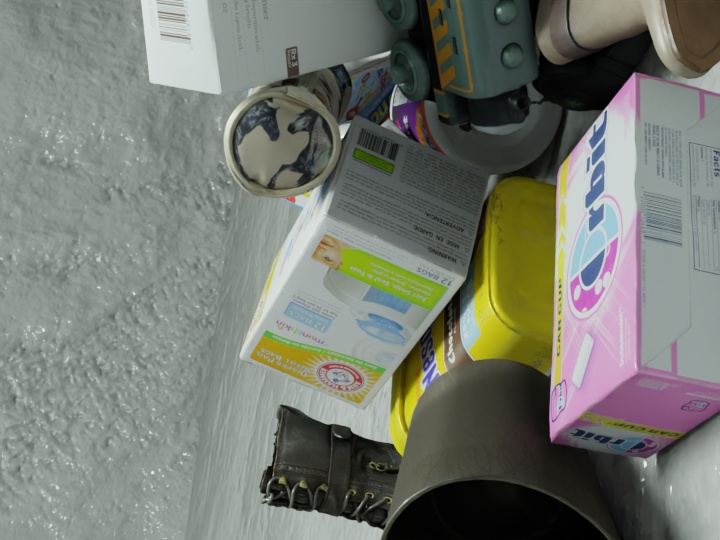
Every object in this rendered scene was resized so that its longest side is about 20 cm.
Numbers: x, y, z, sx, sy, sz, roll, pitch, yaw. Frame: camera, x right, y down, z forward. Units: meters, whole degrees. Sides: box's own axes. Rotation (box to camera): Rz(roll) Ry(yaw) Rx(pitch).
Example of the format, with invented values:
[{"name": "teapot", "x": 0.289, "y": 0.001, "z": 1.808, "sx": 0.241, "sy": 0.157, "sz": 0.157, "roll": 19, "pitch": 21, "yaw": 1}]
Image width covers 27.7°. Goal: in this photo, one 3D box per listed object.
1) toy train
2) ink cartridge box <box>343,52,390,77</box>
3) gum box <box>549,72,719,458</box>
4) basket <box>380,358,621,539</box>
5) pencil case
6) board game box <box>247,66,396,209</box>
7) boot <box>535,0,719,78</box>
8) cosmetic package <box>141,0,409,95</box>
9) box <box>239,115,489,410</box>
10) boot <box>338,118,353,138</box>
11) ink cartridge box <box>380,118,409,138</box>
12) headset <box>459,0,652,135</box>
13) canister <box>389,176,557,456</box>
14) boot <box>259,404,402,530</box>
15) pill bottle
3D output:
[{"name": "toy train", "x": 0.066, "y": -0.185, "z": 0.972, "sx": 0.114, "sy": 0.085, "sz": 0.200, "roll": 32, "pitch": 138, "yaw": 54}, {"name": "ink cartridge box", "x": 0.041, "y": -0.222, "z": 1.200, "sx": 0.145, "sy": 0.200, "sz": 0.084, "roll": -18, "pitch": 96, "yaw": 41}, {"name": "gum box", "x": 0.163, "y": -0.006, "z": 0.847, "sx": 0.114, "sy": 0.066, "sz": 0.200, "roll": 125, "pitch": 154, "yaw": -60}, {"name": "basket", "x": 0.086, "y": 0.146, "z": 0.893, "sx": 0.136, "sy": 0.180, "sz": 0.200, "roll": -33, "pitch": 19, "yaw": 14}, {"name": "pencil case", "x": -0.049, "y": -0.113, "z": 1.050, "sx": 0.200, "sy": 0.078, "sz": 0.090, "roll": -84, "pitch": 8, "yaw": -72}, {"name": "board game box", "x": -0.015, "y": -0.185, "z": 1.360, "sx": 0.200, "sy": 0.056, "sz": 0.196, "roll": -52, "pitch": -31, "yaw": -25}, {"name": "boot", "x": 0.165, "y": -0.167, "z": 0.897, "sx": 0.146, "sy": 0.070, "sz": 0.200, "roll": -30, "pitch": 32, "yaw": 48}, {"name": "cosmetic package", "x": -0.050, "y": -0.195, "z": 0.997, "sx": 0.081, "sy": 0.200, "sz": 0.113, "roll": 16, "pitch": 120, "yaw": 43}, {"name": "box", "x": 0.000, "y": 0.000, "z": 1.083, "sx": 0.200, "sy": 0.112, "sz": 0.101, "roll": 124, "pitch": 166, "yaw": -50}, {"name": "boot", "x": 0.030, "y": -0.114, "z": 1.380, "sx": 0.200, "sy": 0.073, "sz": 0.090, "roll": 46, "pitch": -132, "yaw": -57}, {"name": "ink cartridge box", "x": 0.055, "y": -0.054, "z": 1.267, "sx": 0.037, "sy": 0.095, "sz": 0.200, "roll": -41, "pitch": -17, "yaw": -8}, {"name": "headset", "x": 0.142, "y": -0.165, "z": 1.038, "sx": 0.200, "sy": 0.094, "sz": 0.124, "roll": -50, "pitch": 28, "yaw": 44}, {"name": "canister", "x": 0.095, "y": 0.043, "z": 1.085, "sx": 0.200, "sy": 0.086, "sz": 0.149, "roll": 119, "pitch": 161, "yaw": -52}, {"name": "boot", "x": 0.005, "y": 0.189, "z": 1.148, "sx": 0.200, "sy": 0.174, "sz": 0.069, "roll": -98, "pitch": 22, "yaw": -58}, {"name": "pill bottle", "x": 0.087, "y": -0.134, "z": 1.225, "sx": 0.200, "sy": 0.111, "sz": 0.112, "roll": -166, "pitch": 88, "yaw": -79}]
